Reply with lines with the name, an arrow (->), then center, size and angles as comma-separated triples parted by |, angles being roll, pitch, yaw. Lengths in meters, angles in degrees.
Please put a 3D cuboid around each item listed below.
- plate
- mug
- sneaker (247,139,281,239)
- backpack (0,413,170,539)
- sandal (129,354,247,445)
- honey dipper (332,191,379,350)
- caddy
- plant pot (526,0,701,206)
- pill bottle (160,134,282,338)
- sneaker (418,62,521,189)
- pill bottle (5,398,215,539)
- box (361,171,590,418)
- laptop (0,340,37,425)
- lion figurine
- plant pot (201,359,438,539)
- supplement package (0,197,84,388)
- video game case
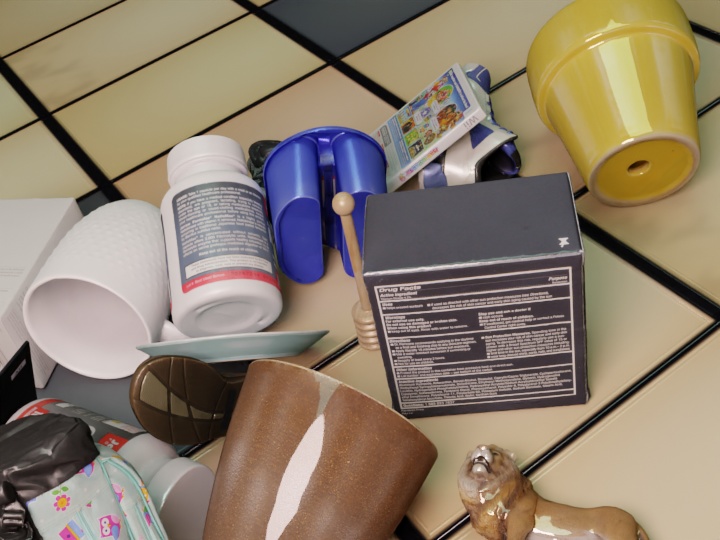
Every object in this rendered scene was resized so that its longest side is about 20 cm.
plate -> -0.128, 0.081, 0.998 | 0.196, 0.200, 0.026 | -5, 85, 10
mug -> -0.253, 0.017, 1.111 | 0.197, 0.149, 0.177 | 23, 41, -6
sneaker -> -0.127, -0.099, 1.239 | 0.198, 0.076, 0.113 | -30, 44, -25
backpack -> -0.221, 0.216, 0.763 | 0.126, 0.203, 0.166 | -30, 14, -28
sandal -> -0.152, 0.119, 0.941 | 0.054, 0.199, 0.083 | 16, 93, 33
honey dipper -> 0.000, 0.000, 1.001 | 0.037, 0.202, 0.038 | -6, 42, 6
caddy -> -0.037, -0.076, 1.102 | 0.139, 0.201, 0.106 | -5, 55, -4
plant pot -> 0.305, -0.189, 1.140 | 0.197, 0.202, 0.192 | -9, 57, 5
pill bottle -> -0.156, -0.039, 1.067 | 0.117, 0.120, 0.203 | -12, 65, 1
sneaker -> 0.154, -0.166, 1.237 | 0.113, 0.081, 0.201 | 10, 54, 19
pill bottle -> -0.239, 0.199, 0.917 | 0.197, 0.117, 0.116 | 12, 48, 26
box -> 0.114, 0.027, 0.944 | 0.196, 0.200, 0.124 | -6, 42, 8
laptop -> -0.398, 0.179, 0.935 | 0.197, 0.104, 0.178 | -14, 31, 31
lion figurine -> 0.171, 0.220, 0.832 | 0.197, 0.073, 0.123 | 17, 36, 11
plant pot -> -0.055, 0.210, 0.829 | 0.184, 0.188, 0.202 | 14, 65, 27
supplement package -> -0.399, 0.023, 1.146 | 0.115, 0.118, 0.202 | -1, 44, 17
video game case -> 0.059, -0.162, 1.212 | 0.199, 0.018, 0.144 | -38, 29, 17
